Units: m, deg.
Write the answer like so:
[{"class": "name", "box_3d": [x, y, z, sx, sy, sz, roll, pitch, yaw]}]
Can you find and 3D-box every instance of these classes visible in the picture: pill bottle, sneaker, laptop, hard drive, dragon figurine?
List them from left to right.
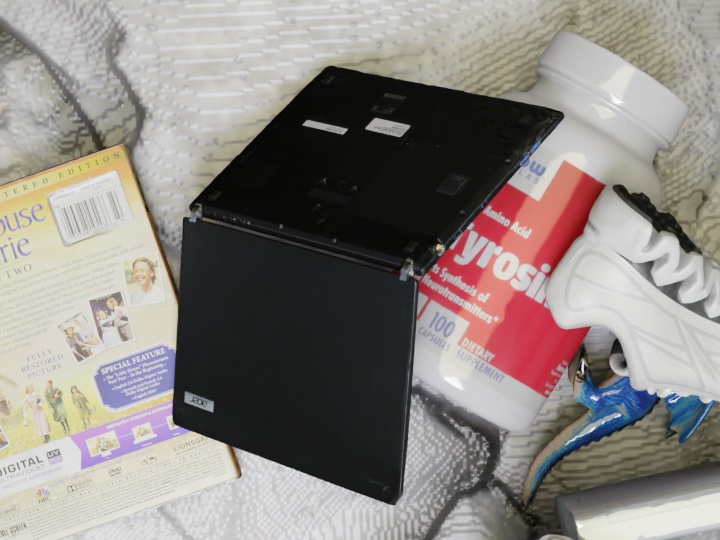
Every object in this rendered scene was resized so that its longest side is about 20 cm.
[{"class": "laptop", "box_3d": [0.000, 0.000, 1.177, 0.200, 0.177, 0.103, -48, 132, -27]}, {"class": "pill bottle", "box_3d": [0.092, -0.023, 1.199, 0.112, 0.112, 0.200, 31, 91, 0]}, {"class": "dragon figurine", "box_3d": [0.170, 0.060, 1.226, 0.099, 0.059, 0.200, 28, 89, 0]}, {"class": "sneaker", "box_3d": [0.181, 0.038, 1.158, 0.200, 0.075, 0.081, 35, 102, -19]}, {"class": "hard drive", "box_3d": [0.209, 0.117, 1.190, 0.200, 0.132, 0.026, -12, 88, 0]}]

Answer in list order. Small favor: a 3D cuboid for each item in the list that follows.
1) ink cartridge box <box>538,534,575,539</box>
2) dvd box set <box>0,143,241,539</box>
[{"class": "ink cartridge box", "box_3d": [0.089, 0.253, 1.131, 0.084, 0.145, 0.200, 20, 66, -11]}, {"class": "dvd box set", "box_3d": [-0.167, 0.046, 1.241, 0.146, 0.029, 0.200, -20, 91, 0]}]
